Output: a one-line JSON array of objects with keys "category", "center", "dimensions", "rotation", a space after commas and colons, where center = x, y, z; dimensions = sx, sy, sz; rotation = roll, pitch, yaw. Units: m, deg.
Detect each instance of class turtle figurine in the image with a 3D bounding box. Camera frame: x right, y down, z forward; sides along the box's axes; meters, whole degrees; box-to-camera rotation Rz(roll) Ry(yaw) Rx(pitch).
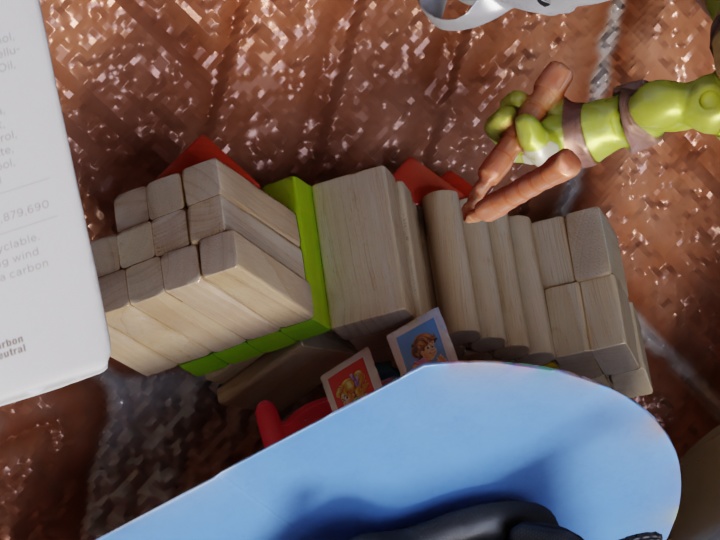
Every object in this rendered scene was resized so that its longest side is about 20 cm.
[{"category": "turtle figurine", "center": [0.128, -0.070, 0.820], "dimensions": [0.200, 0.161, 0.064], "rotation": [-23, 117, 26]}]

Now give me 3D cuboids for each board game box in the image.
[{"category": "board game box", "center": [-0.005, 0.074, 0.876], "dimensions": [0.200, 0.039, 0.158], "rotation": [-28, 143, 16]}]

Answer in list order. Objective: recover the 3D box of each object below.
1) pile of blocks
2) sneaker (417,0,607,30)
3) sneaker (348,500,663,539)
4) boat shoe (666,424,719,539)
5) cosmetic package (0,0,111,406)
[{"category": "pile of blocks", "center": [0.000, 0.000, 0.871], "dimensions": [0.200, 0.082, 0.062], "rotation": [12, 59, -36]}, {"category": "sneaker", "center": [0.074, -0.154, 0.833], "dimensions": [0.075, 0.115, 0.200], "rotation": [35, 58, -31]}, {"category": "sneaker", "center": [0.063, 0.118, 0.855], "dimensions": [0.200, 0.078, 0.140], "rotation": [8, 137, -26]}, {"category": "boat shoe", "center": [0.139, 0.068, 0.910], "dimensions": [0.059, 0.072, 0.200], "rotation": [32, 120, -13]}, {"category": "cosmetic package", "center": [-0.127, -0.071, 0.753], "dimensions": [0.074, 0.102, 0.200], "rotation": [-17, 116, -19]}]
